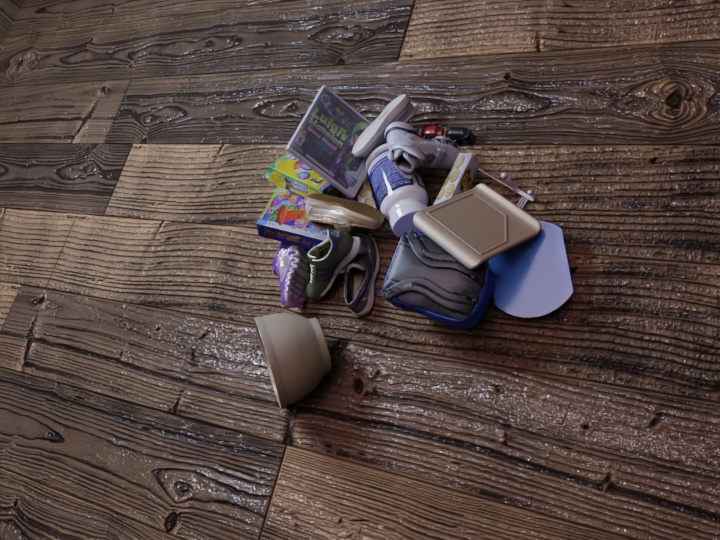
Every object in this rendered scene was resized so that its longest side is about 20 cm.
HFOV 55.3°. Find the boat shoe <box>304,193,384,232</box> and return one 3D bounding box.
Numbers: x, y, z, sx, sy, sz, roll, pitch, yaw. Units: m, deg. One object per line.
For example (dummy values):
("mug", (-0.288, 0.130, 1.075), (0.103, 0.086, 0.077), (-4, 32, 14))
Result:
("boat shoe", (-0.038, -0.121, 1.562), (0.197, 0.074, 0.070), (18, 116, 24))

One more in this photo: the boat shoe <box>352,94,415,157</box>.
("boat shoe", (0.059, -0.328, 1.625), (0.071, 0.069, 0.201), (-2, 45, 55))

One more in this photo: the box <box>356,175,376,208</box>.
("box", (0.002, -0.208, 1.668), (0.041, 0.039, 0.203), (-14, 59, 0))

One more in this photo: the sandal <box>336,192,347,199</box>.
("sandal", (-0.118, -0.209, 1.729), (0.201, 0.050, 0.083), (28, 82, 34))

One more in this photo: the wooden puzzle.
("wooden puzzle", (0.232, -0.089, 1.375), (0.198, 0.038, 0.185), (-27, 50, -27))

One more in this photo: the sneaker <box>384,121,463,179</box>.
("sneaker", (0.143, -0.249, 1.526), (0.075, 0.197, 0.116), (124, 159, -44))

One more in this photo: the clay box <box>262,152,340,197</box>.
("clay box", (-0.136, -0.238, 1.682), (0.198, 0.048, 0.115), (27, 46, 24))

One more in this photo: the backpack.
("backpack", (0.172, 0.023, 1.394), (0.197, 0.167, 0.165), (17, 85, 27))

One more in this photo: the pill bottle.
("pill bottle", (0.089, -0.183, 1.568), (0.114, 0.116, 0.203), (-26, 57, 14))

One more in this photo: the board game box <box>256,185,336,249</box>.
("board game box", (-0.130, -0.122, 1.638), (0.196, 0.045, 0.136), (14, 53, 12))

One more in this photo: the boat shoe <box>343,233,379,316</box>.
("boat shoe", (0.000, 0.000, 1.559), (0.072, 0.065, 0.204), (-12, 61, 24))

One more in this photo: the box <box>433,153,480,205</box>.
("box", (0.196, -0.159, 1.475), (0.041, 0.039, 0.202), (13, 70, 48))

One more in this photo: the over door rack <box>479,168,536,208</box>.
("over door rack", (0.259, -0.150, 1.493), (0.199, 0.067, 0.149), (34, 84, 35))

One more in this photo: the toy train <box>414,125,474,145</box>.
("toy train", (0.174, -0.322, 1.632), (0.197, 0.046, 0.035), (7, 70, 30))

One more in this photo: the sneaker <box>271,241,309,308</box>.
("sneaker", (-0.173, 0.003, 1.647), (0.087, 0.080, 0.203), (-15, 55, 26))

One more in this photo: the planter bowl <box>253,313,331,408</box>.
("planter bowl", (-0.140, 0.179, 1.489), (0.132, 0.202, 0.202), (-18, 56, -12))

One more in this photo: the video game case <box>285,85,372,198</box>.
("video game case", (-0.053, -0.301, 1.612), (0.184, 0.199, 0.023), (-62, 21, -16))

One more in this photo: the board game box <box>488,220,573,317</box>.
("board game box", (0.343, 0.001, 1.389), (0.155, 0.039, 0.204), (-14, 67, 22))

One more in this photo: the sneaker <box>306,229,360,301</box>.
("sneaker", (-0.088, -0.019, 1.557), (0.201, 0.089, 0.068), (-49, 33, 31))
